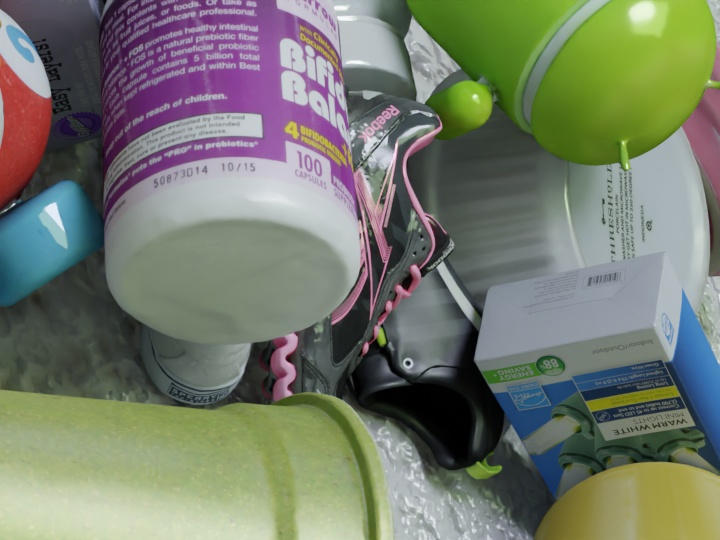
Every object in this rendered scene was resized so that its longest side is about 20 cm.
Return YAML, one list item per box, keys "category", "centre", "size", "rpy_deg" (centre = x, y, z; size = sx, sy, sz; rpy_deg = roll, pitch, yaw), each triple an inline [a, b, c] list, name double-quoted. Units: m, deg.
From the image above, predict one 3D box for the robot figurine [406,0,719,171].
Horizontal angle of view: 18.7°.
- category: "robot figurine"
  centre: [0.103, -0.137, 1.141]
  size: [0.200, 0.175, 0.116]
  rpy_deg: [48, -13, 27]

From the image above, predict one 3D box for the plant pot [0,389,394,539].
- category: "plant pot"
  centre: [-0.115, 0.127, 0.863]
  size: [0.184, 0.200, 0.201]
  rpy_deg: [16, 52, -26]

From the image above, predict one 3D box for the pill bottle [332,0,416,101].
- category: "pill bottle"
  centre: [-0.034, -0.171, 1.210]
  size: [0.114, 0.114, 0.200]
  rpy_deg: [13, 55, -42]

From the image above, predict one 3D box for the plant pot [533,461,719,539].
- category: "plant pot"
  centre: [0.152, 0.200, 1.093]
  size: [0.201, 0.201, 0.189]
  rpy_deg: [41, 26, -20]

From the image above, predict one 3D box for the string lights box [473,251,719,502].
- category: "string lights box"
  centre: [0.149, 0.087, 1.178]
  size: [0.200, 0.103, 0.059]
  rpy_deg: [59, 31, -35]

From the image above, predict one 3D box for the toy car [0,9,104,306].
- category: "toy car"
  centre: [-0.183, -0.064, 0.870]
  size: [0.177, 0.200, 0.185]
  rpy_deg: [-37, 97, -30]

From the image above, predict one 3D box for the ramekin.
- category: "ramekin"
  centre: [0.122, -0.028, 1.248]
  size: [0.202, 0.094, 0.203]
  rpy_deg: [17, 68, -50]

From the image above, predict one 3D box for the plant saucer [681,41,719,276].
- category: "plant saucer"
  centre: [0.199, -0.072, 1.364]
  size: [0.051, 0.201, 0.201]
  rpy_deg: [-34, 90, -14]

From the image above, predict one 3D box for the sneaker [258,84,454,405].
- category: "sneaker"
  centre: [0.000, 0.000, 1.095]
  size: [0.095, 0.079, 0.200]
  rpy_deg: [7, 84, -10]

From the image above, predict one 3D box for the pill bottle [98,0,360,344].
- category: "pill bottle"
  centre: [-0.061, -0.077, 0.982]
  size: [0.112, 0.112, 0.200]
  rpy_deg: [22, 48, -36]

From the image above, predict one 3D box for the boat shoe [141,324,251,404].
- category: "boat shoe"
  centre: [-0.080, -0.042, 1.077]
  size: [0.074, 0.086, 0.202]
  rpy_deg: [7, 59, -17]

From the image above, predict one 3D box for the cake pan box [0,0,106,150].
- category: "cake pan box"
  centre: [-0.160, -0.181, 1.046]
  size: [0.200, 0.052, 0.185]
  rpy_deg: [82, -2, -63]

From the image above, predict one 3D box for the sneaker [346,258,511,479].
- category: "sneaker"
  centre: [0.016, 0.028, 1.154]
  size: [0.200, 0.072, 0.083]
  rpy_deg: [45, 40, -14]
